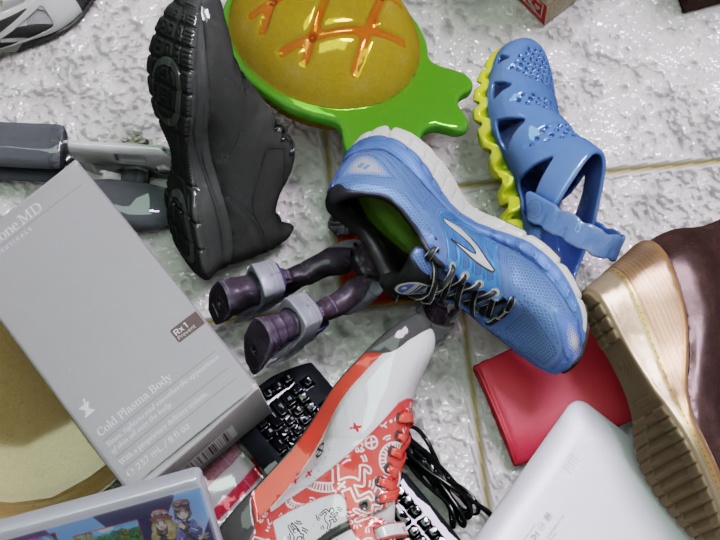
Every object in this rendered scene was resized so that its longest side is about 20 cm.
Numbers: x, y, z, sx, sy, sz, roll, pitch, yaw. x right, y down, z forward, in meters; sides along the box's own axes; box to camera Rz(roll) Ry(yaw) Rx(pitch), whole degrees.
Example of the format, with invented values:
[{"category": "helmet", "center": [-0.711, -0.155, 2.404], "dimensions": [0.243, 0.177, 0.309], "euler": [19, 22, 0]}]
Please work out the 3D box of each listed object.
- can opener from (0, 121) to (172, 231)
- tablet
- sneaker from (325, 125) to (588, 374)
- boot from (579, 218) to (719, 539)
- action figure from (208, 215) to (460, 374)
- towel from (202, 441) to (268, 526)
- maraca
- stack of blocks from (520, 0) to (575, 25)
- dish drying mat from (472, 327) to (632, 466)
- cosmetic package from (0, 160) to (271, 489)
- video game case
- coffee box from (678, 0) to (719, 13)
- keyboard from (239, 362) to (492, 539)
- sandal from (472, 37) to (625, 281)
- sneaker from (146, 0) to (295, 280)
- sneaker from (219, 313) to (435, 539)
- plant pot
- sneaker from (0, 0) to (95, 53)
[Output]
[{"category": "can opener", "center": [-0.222, -0.073, 1.037], "dimensions": [0.198, 0.053, 0.067], "euler": [7, 70, 4]}, {"category": "tablet", "center": [0.134, 0.196, 0.933], "dimensions": [0.130, 0.014, 0.200], "euler": [38, 69, 3]}, {"category": "sneaker", "center": [0.055, 0.002, 0.933], "dimensions": [0.200, 0.079, 0.089], "euler": [39, 46, 3]}, {"category": "boot", "center": [0.246, 0.062, 0.955], "dimensions": [0.165, 0.072, 0.202], "euler": [-23, 87, -24]}, {"category": "action figure", "center": [0.000, 0.000, 1.000], "dimensions": [0.199, 0.070, 0.131], "euler": [-22, 63, -23]}, {"category": "towel", "center": [-0.080, 0.207, 0.946], "dimensions": [0.200, 0.023, 0.144], "euler": [41, 76, 14]}, {"category": "maraca", "center": [-0.011, -0.148, 1.030], "dimensions": [0.137, 0.107, 0.200], "euler": [-35, 66, -24]}, {"category": "stack of blocks", "center": [0.119, -0.275, 1.030], "dimensions": [0.058, 0.200, 0.115], "euler": [-38, 73, -11]}, {"category": "dish drying mat", "center": [0.181, 0.063, 1.000], "dimensions": [0.198, 0.018, 0.077], "euler": [-21, 71, -8]}, {"category": "cosmetic package", "center": [-0.158, 0.041, 0.947], "dimensions": [0.107, 0.090, 0.200], "euler": [-40, 76, -8]}, {"category": "video game case", "center": [-0.166, 0.229, 0.883], "dimensions": [0.198, 0.023, 0.184], "euler": [-15, 102, 1]}, {"category": "coffee box", "center": [0.253, -0.312, 1.090], "dimensions": [0.079, 0.115, 0.202], "euler": [-14, 71, -5]}, {"category": "keyboard", "center": [0.010, 0.135, 0.952], "dimensions": [0.104, 0.040, 0.200], "euler": [-34, 72, -26]}, {"category": "sandal", "center": [0.133, -0.068, 1.005], "dimensions": [0.079, 0.087, 0.202], "euler": [7, 69, -45]}, {"category": "sneaker", "center": [-0.090, -0.096, 0.993], "dimensions": [0.090, 0.202, 0.076], "euler": [-16, 33, -23]}, {"category": "sneaker", "center": [0.008, 0.133, 0.909], "dimensions": [0.108, 0.067, 0.202], "euler": [39, 87, 16]}, {"category": "plant pot", "center": [-0.228, 0.074, 0.996], "dimensions": [0.198, 0.028, 0.202], "euler": [0, 69, 1]}, {"category": "sneaker", "center": [-0.269, -0.203, 1.070], "dimensions": [0.199, 0.089, 0.074], "euler": [-36, 71, -14]}]
